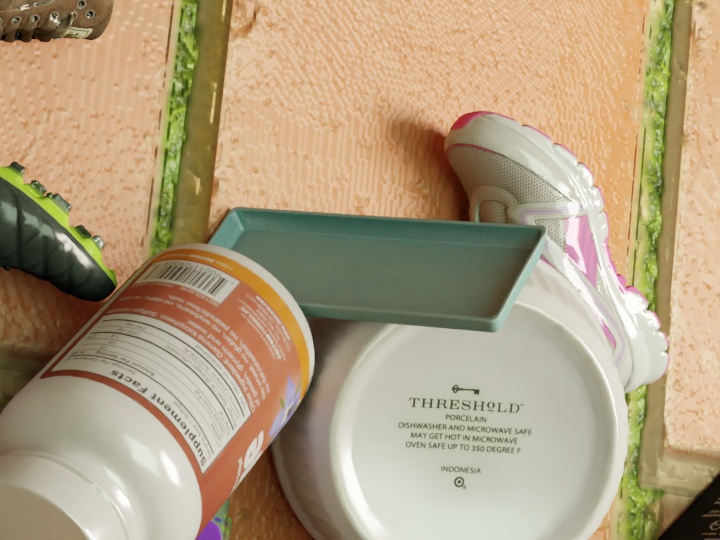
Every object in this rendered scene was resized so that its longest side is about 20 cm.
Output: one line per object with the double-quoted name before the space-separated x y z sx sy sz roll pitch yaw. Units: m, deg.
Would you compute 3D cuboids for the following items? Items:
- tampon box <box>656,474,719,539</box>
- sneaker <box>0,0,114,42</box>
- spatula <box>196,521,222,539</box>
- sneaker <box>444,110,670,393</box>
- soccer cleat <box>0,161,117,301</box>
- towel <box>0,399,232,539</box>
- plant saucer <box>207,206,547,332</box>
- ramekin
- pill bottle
"tampon box" 0.247 0.225 1.246 0.200 0.126 0.150 -40 105 -26
"sneaker" -0.165 -0.147 1.070 0.200 0.070 0.076 -33 103 -28
"spatula" -0.040 0.166 1.066 0.199 0.021 0.057 21 37 -21
"sneaker" 0.101 0.002 1.207 0.088 0.081 0.201 -38 104 -29
"soccer cleat" -0.213 -0.034 1.043 0.200 0.067 0.081 37 85 -21
"towel" -0.154 0.137 1.041 0.199 0.023 0.144 28 44 -22
"plant saucer" 0.000 0.000 1.087 0.070 0.199 0.019 -58 137 -35
"ramekin" 0.053 0.085 1.124 0.201 0.094 0.204 -1 97 -9
"pill bottle" -0.111 0.081 1.019 0.112 0.112 0.200 56 39 -14
